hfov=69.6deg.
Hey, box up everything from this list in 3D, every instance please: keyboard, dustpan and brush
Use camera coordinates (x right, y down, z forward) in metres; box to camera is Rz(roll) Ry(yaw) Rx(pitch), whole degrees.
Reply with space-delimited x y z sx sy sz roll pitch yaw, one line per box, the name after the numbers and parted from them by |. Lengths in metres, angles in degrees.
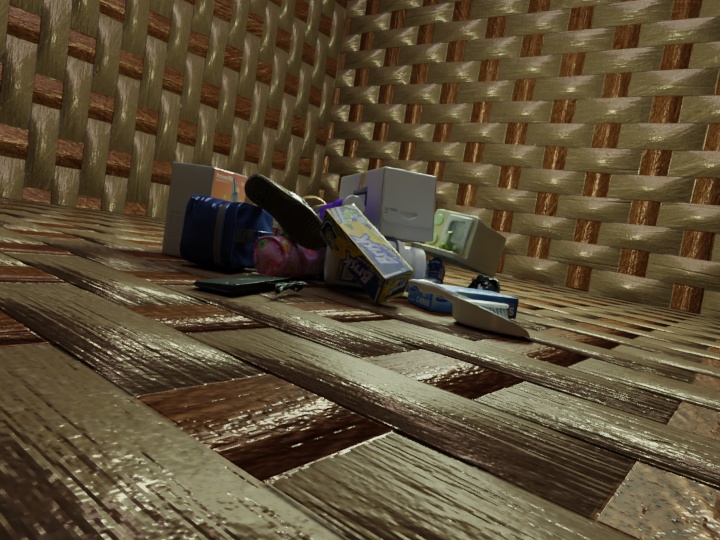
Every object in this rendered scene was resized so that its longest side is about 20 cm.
-0.161 0.024 0.824 0.125 0.021 0.200 5 4 15 | keyboard
0.173 0.057 0.850 0.197 0.058 0.140 10 5 1 | dustpan and brush

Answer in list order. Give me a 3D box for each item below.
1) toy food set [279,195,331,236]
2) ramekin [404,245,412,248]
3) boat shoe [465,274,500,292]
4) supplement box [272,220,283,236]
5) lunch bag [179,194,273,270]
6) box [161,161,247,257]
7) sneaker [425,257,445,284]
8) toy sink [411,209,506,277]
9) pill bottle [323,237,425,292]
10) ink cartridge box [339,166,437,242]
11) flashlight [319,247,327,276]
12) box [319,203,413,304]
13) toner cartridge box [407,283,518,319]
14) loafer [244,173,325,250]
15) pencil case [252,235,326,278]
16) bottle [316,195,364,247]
-0.102 -0.083 1.290 0.198 0.199 0.049 11 31 -31 | toy food set
0.071 -0.021 1.365 0.197 0.099 0.200 9 5 -1 | ramekin
0.284 0.044 1.212 0.074 0.067 0.198 13 5 38 | boat shoe
-0.208 -0.093 1.492 0.197 0.133 0.103 10 3 0 | supplement box
-0.256 -0.071 1.059 0.130 0.138 0.200 11 3 14 | lunch bag
-0.348 -0.129 1.169 0.105 0.203 0.152 10 5 15 | box
0.162 0.013 1.213 0.074 0.089 0.200 11 6 6 | sneaker
0.237 -0.072 1.238 0.130 0.113 0.199 18 0 45 | toy sink
0.029 -0.013 1.077 0.197 0.117 0.116 9 4 -12 | pill bottle
0.057 -0.142 1.186 0.145 0.148 0.199 4 0 -30 | ink cartridge box
0.000 0.000 1.211 0.197 0.069 0.068 13 -23 -9 | flashlight
0.007 -0.035 0.953 0.069 0.065 0.200 -16 51 -34 | box
0.200 0.058 1.012 0.197 0.044 0.095 7 4 -25 | toner cartridge box
-0.143 -0.123 1.048 0.200 0.076 0.067 44 15 -6 | loafer
-0.145 -0.026 1.083 0.086 0.089 0.200 11 4 20 | pencil case
-0.054 -0.106 1.119 0.083 0.066 0.200 17 -20 -23 | bottle
